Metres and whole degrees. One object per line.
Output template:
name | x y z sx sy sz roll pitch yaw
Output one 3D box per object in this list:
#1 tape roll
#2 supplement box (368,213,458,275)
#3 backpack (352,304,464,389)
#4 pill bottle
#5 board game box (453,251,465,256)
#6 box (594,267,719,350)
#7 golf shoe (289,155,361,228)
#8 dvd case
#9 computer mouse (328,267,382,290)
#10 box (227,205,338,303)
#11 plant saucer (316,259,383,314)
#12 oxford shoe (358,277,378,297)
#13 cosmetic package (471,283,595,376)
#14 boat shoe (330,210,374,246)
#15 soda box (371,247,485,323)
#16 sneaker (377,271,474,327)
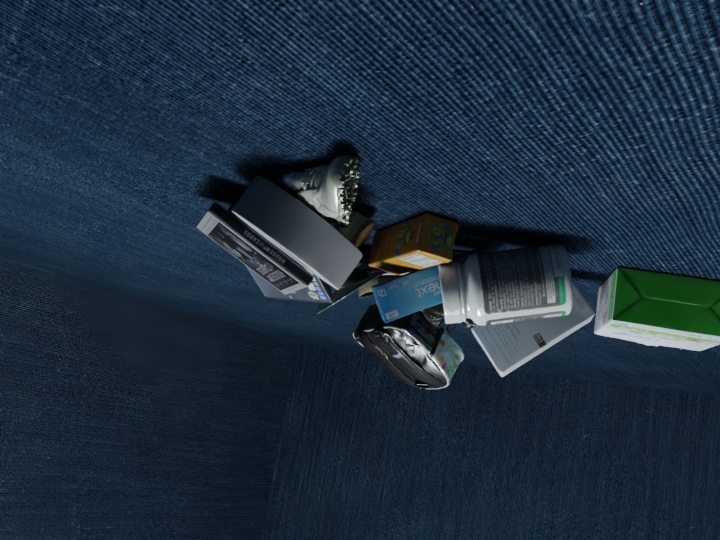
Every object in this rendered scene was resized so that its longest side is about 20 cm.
tape roll | -0.093 -0.055 1.093 0.199 0.067 0.200 35 177 2
supplement box | 0.083 -0.041 1.207 0.068 0.068 0.199 17 167 -22
backpack | 0.107 0.140 1.456 0.200 0.151 0.177 48 149 -16
pill bottle | 0.226 0.025 1.157 0.196 0.115 0.113 -7 167 6
board game box | 0.215 0.012 1.397 0.149 0.048 0.200 7 169 22
box | 0.526 0.073 1.280 0.197 0.098 0.177 8 170 11
golf shoe | -0.052 -0.107 0.987 0.096 0.079 0.200 17 168 -1
dvd case | -0.180 -0.032 1.227 0.199 0.025 0.150 39 162 -12
computer mouse | 0.000 0.000 1.289 0.058 0.035 0.199 -17 -178 26
box | -0.140 -0.028 1.307 0.156 0.051 0.201 5 139 31
plant saucer | -0.012 0.020 1.474 0.199 0.039 0.201 -32 180 0
oxford shoe | 0.086 0.037 1.571 0.197 0.076 0.070 4 168 30
cosmetic package | 0.310 0.096 1.326 0.199 0.102 0.074 -34 162 3
boat shoe | -0.025 -0.060 1.231 0.062 0.074 0.200 40 161 2
soda box | 0.122 0.024 1.249 0.197 0.065 0.068 -19 -179 -2
sneaker | 0.123 0.053 1.332 0.197 0.089 0.076 9 169 11
